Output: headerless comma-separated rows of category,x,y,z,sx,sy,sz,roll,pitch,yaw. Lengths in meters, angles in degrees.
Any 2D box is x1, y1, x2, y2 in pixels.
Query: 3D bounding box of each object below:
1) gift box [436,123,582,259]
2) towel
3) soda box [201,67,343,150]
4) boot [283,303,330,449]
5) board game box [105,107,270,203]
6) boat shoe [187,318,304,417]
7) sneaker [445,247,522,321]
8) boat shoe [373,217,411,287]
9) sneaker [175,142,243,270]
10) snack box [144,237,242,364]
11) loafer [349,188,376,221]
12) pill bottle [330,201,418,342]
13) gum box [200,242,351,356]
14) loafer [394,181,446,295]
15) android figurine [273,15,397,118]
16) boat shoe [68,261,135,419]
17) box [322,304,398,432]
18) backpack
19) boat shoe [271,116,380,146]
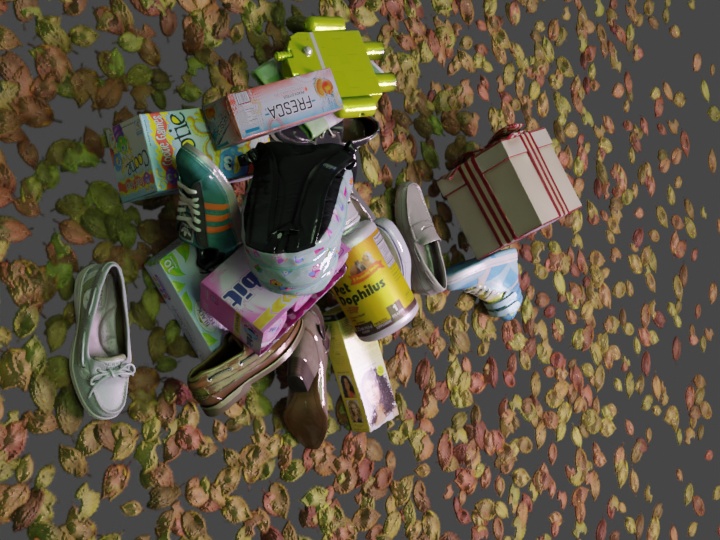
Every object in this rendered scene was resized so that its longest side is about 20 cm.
gift box,0.259,-0.149,1.637,0.199,0.184,0.189,-19,81,-53
towel,-0.060,-0.309,1.464,0.149,0.031,0.200,45,54,4
soda box,-0.119,-0.226,1.280,0.199,0.068,0.064,-25,100,-41
boot,-0.073,0.156,1.412,0.147,0.069,0.202,-77,167,-46
board game box,-0.234,-0.167,1.285,0.199,0.104,0.104,-17,96,-42
boat shoe,-0.155,0.112,1.278,0.200,0.071,0.068,-46,119,-33
sneaker,0.232,0.039,1.691,0.198,0.079,0.132,-17,95,-40
boat shoe,0.043,0.009,1.502,0.062,0.072,0.202,-36,131,-31
sneaker,-0.207,-0.075,1.207,0.080,0.071,0.201,-44,145,-21
snack box,-0.202,0.036,1.325,0.142,0.053,0.202,-41,114,-34
loafer,-0.044,-0.111,1.457,0.200,0.075,0.070,46,37,-29
pill bottle,0.000,0.000,1.413,0.109,0.109,0.202,-37,102,-37
gum box,-0.114,0.007,1.279,0.113,0.066,0.200,37,57,14
loafer,0.110,-0.057,1.598,0.069,0.069,0.203,-20,98,-40
android figurine,-0.041,-0.318,1.443,0.198,0.041,0.184,-7,69,-30
boat shoe,-0.332,0.091,1.197,0.074,0.064,0.205,3,83,-41
box,-0.003,0.154,1.490,0.075,0.050,0.202,-25,101,-41
backpack,-0.083,-0.070,1.216,0.127,0.164,0.202,74,18,-48
boat shoe,-0.057,-0.233,1.475,0.198,0.067,0.073,-2,89,-40
